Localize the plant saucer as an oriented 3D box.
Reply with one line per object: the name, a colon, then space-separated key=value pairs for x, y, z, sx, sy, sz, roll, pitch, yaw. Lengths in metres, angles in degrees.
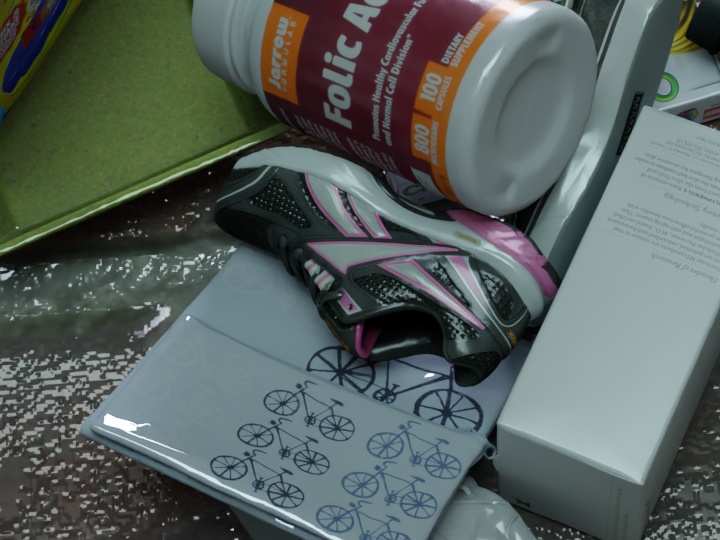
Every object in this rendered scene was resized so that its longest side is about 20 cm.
plant saucer: x=-0.158 y=-0.114 z=1.339 sx=0.199 sy=0.048 sz=0.200 roll=-24 pitch=65 yaw=-6

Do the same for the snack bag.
snack bag: x=-0.017 y=0.061 z=1.210 sx=0.188 sy=0.021 sz=0.200 roll=23 pitch=42 yaw=15

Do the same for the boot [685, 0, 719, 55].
boot: x=0.299 y=-0.161 z=1.299 sx=0.168 sy=0.076 sz=0.200 roll=32 pitch=70 yaw=8

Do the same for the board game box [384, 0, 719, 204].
board game box: x=0.098 y=-0.121 z=1.328 sx=0.199 sy=0.035 sz=0.127 roll=-17 pitch=65 yaw=-3

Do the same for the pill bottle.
pill bottle: x=0.014 y=-0.114 z=1.217 sx=0.199 sy=0.114 sz=0.114 roll=26 pitch=68 yaw=33

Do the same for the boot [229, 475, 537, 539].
boot: x=0.020 y=0.137 z=1.198 sx=0.200 sy=0.074 sz=0.096 roll=42 pitch=64 yaw=16

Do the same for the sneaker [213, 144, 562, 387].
sneaker: x=0.000 y=0.000 z=1.217 sx=0.199 sy=0.080 sz=0.087 roll=18 pitch=64 yaw=30

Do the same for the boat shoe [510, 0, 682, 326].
boat shoe: x=0.112 y=-0.070 z=1.259 sx=0.063 sy=0.071 sz=0.201 roll=23 pitch=96 yaw=25

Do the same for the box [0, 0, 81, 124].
box: x=-0.212 y=-0.193 z=1.236 sx=0.122 sy=0.193 sz=0.201 roll=28 pitch=69 yaw=3

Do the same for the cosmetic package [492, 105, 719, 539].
cosmetic package: x=0.145 y=0.030 z=1.211 sx=0.084 sy=0.108 sz=0.201 roll=20 pitch=69 yaw=13
